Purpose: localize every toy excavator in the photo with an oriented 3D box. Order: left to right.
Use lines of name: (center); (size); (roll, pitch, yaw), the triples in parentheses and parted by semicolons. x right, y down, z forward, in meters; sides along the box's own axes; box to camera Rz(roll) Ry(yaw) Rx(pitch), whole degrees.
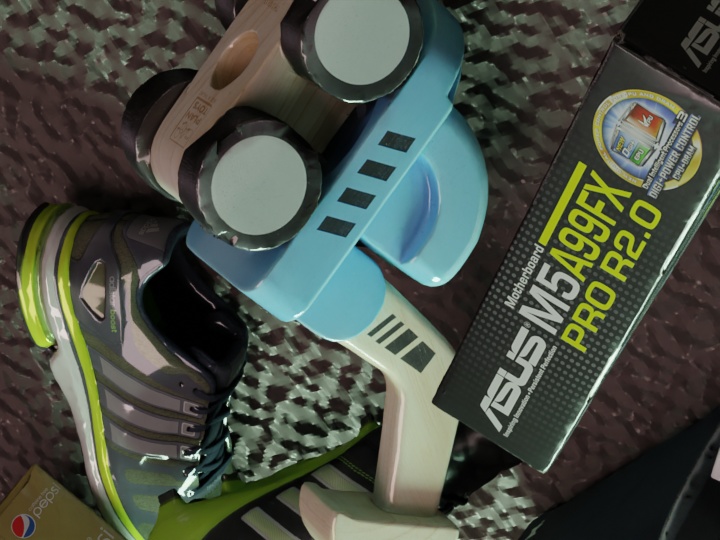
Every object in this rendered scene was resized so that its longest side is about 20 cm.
toy excavator: (0.000, 0.000, 0.864); (0.200, 0.195, 0.100); (36, 179, -27)

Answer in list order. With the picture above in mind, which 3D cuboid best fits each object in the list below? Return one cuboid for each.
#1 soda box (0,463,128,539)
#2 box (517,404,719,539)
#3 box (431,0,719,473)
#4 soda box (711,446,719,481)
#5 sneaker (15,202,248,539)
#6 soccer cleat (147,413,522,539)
soda box: (-0.159, 0.154, 1.095); (0.068, 0.064, 0.200); (39, 160, 0)
box: (0.159, 0.175, 0.927); (0.200, 0.104, 0.148); (44, 136, -6)
box: (0.105, -0.054, 0.710); (0.044, 0.200, 0.161); (31, 137, 8)
soda box: (0.184, 0.001, 0.800); (0.068, 0.064, 0.201); (23, 134, 16)
sneaker: (-0.084, 0.059, 1.019); (0.080, 0.074, 0.201); (-4, 124, 30)
soccer cleat: (0.000, 0.108, 0.966); (0.199, 0.067, 0.082); (-24, 70, 20)
